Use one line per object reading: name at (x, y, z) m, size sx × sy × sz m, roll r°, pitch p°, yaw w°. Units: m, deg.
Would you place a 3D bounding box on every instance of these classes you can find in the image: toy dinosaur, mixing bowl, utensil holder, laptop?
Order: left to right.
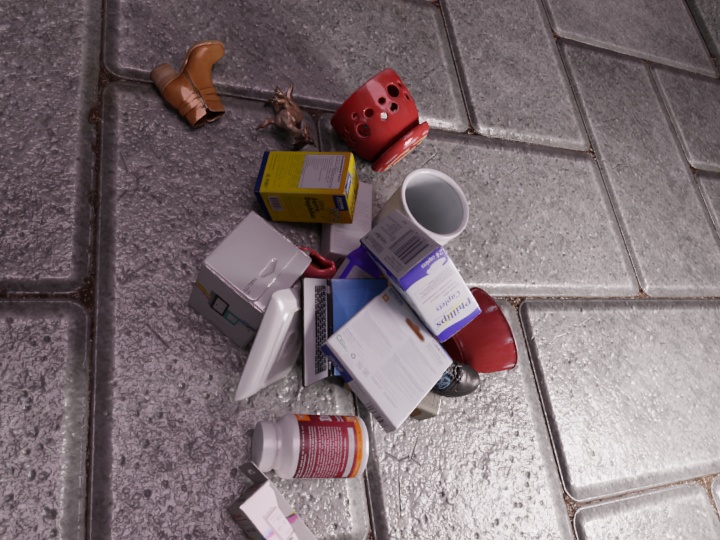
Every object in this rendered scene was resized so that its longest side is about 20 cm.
toy dinosaur at (-0.163, -0.359, 1.316) m, size 0.134 × 0.086 × 0.202 m, roll 28°, pitch 41°, yaw -24°
laptop at (-0.024, 0.108, 1.035) m, size 0.114 × 0.200 × 0.190 m, roll -2°, pitch 87°, yaw 16°
utensil holder at (0.123, -0.109, 1.264) m, size 0.168 × 0.200 × 0.172 m, roll 10°, pitch 64°, yaw -21°
mixing bowl at (0.247, 0.149, 1.228) m, size 0.107 × 0.200 × 0.202 m, roll -22°, pitch 77°, yaw -12°

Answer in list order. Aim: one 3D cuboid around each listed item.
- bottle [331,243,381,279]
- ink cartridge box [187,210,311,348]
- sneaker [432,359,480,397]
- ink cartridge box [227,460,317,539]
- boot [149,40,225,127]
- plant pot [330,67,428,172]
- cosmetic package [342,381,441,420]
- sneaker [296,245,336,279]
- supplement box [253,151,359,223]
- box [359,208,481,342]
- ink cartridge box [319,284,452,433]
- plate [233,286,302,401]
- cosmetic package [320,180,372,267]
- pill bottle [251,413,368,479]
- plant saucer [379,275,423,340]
bottle at (0.000, 0.000, 1.174) m, size 0.083 × 0.065 × 0.201 m, roll 31°, pitch 94°, yaw -34°
ink cartridge box at (-0.213, 0.022, 1.041) m, size 0.146 × 0.200 × 0.147 m, roll 39°, pitch 56°, yaw -4°
sneaker at (0.168, 0.210, 1.124) m, size 0.197 × 0.082 × 0.074 m, roll 14°, pitch 62°, yaw -20°
ink cartridge box at (-0.156, 0.426, 0.935) m, size 0.067 × 0.117 × 0.201 m, roll -37°, pitch 85°, yaw -33°
boot at (-0.354, -0.422, 1.255) m, size 0.200 × 0.074 × 0.155 m, roll -40°, pitch 87°, yaw -22°
plant pot at (0.052, -0.355, 1.348) m, size 0.200 × 0.200 × 0.183 m, roll -39°, pitch 93°, yaw -33°
cosmetic package at (0.073, 0.229, 1.161) m, size 0.198 × 0.071 × 0.106 m, roll 26°, pitch 59°, yaw -13°
sneaker at (-0.139, -0.032, 1.169) m, size 0.198 × 0.087 × 0.075 m, roll 23°, pitch 58°, yaw -15°
supplement box at (-0.112, -0.178, 1.187) m, size 0.197 × 0.110 × 0.110 m, roll 4°, pitch 61°, yaw 11°
box at (0.115, 0.010, 1.085) m, size 0.105 × 0.184 × 0.201 m, roll -39°, pitch 126°, yaw -1°
ink cartridge box at (0.052, 0.157, 1.023) m, size 0.197 × 0.043 × 0.200 m, roll 51°, pitch 50°, yaw 1°
plate at (-0.139, 0.127, 0.994) m, size 0.032 × 0.200 × 0.202 m, roll 23°, pitch 98°, yaw 13°
cosmetic package at (-0.032, -0.108, 1.265) m, size 0.100 × 0.071 × 0.203 m, roll 13°, pitch 63°, yaw -20°
pill bottle at (-0.093, 0.323, 1.014) m, size 0.197 × 0.113 × 0.115 m, roll 8°, pitch 64°, yaw -23°
plant saucer at (0.094, 0.102, 1.217) m, size 0.199 × 0.037 × 0.202 m, roll 30°, pitch 39°, yaw -27°
